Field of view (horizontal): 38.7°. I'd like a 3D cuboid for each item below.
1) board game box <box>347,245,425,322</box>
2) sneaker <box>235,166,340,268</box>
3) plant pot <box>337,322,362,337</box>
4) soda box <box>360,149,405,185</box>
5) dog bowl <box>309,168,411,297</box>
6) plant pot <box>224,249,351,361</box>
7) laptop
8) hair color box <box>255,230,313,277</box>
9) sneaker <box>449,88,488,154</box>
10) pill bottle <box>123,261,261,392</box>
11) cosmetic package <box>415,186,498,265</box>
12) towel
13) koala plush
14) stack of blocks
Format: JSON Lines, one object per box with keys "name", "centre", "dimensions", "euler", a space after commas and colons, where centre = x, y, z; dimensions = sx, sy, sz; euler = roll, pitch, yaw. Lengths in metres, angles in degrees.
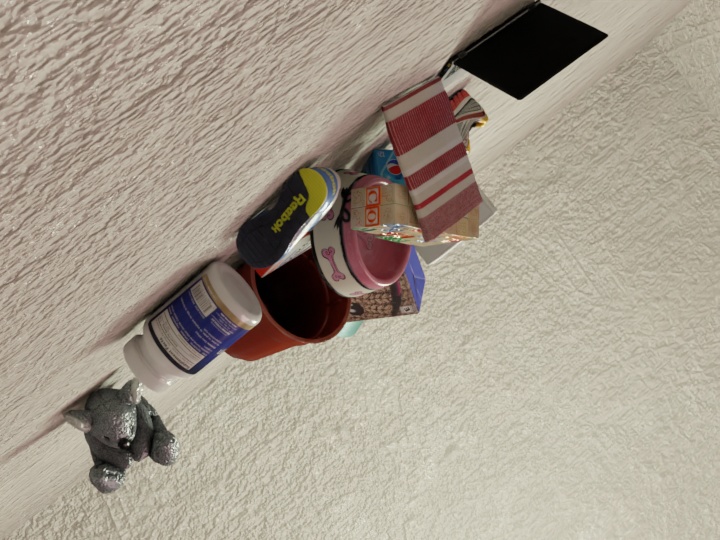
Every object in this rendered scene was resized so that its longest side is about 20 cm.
{"name": "board game box", "centre": [0.000, 0.000, 1.861], "dimensions": [0.198, 0.161, 0.097], "euler": [-8, -143, 20]}
{"name": "sneaker", "centre": [-0.098, -0.074, 1.444], "dimensions": [0.200, 0.074, 0.082], "euler": [-39, 178, 33]}
{"name": "plant pot", "centre": [-0.044, 0.034, 2.500], "dimensions": [0.161, 0.200, 0.200], "euler": [-51, 171, 27]}
{"name": "soda box", "centre": [0.037, -0.147, 1.760], "dimensions": [0.067, 0.065, 0.200], "euler": [-1, 168, -10]}
{"name": "dog bowl", "centre": [0.008, -0.059, 1.591], "dimensions": [0.073, 0.203, 0.200], "euler": [-2, -160, 35]}
{"name": "plant pot", "centre": [-0.151, 0.056, 1.727], "dimensions": [0.195, 0.202, 0.200], "euler": [-30, -177, 46]}
{"name": "laptop", "centre": [0.221, -0.295, 1.493], "dimensions": [0.187, 0.116, 0.200], "euler": [-36, 176, -22]}
{"name": "hair color box", "centre": [-0.088, -0.074, 1.622], "dimensions": [0.111, 0.064, 0.200], "euler": [-42, 176, 40]}
{"name": "sneaker", "centre": [0.145, -0.214, 1.755], "dimensions": [0.201, 0.082, 0.078], "euler": [-52, 177, -7]}
{"name": "pill bottle", "centre": [-0.256, 0.088, 1.549], "dimensions": [0.199, 0.116, 0.116], "euler": [-38, 177, 12]}
{"name": "cosmetic package", "centre": [0.146, -0.142, 2.020], "dimensions": [0.166, 0.201, 0.167], "euler": [-38, 177, 11]}
{"name": "towel", "centre": [0.101, -0.159, 1.458], "dimensions": [0.023, 0.202, 0.144], "euler": [-6, -159, 43]}
{"name": "koala plush", "centre": [-0.455, 0.278, 1.888], "dimensions": [0.176, 0.185, 0.201], "euler": [-25, 153, -9]}
{"name": "stack of blocks", "centre": [0.073, -0.080, 1.519], "dimensions": [0.114, 0.059, 0.199], "euler": [-6, 171, 42]}
